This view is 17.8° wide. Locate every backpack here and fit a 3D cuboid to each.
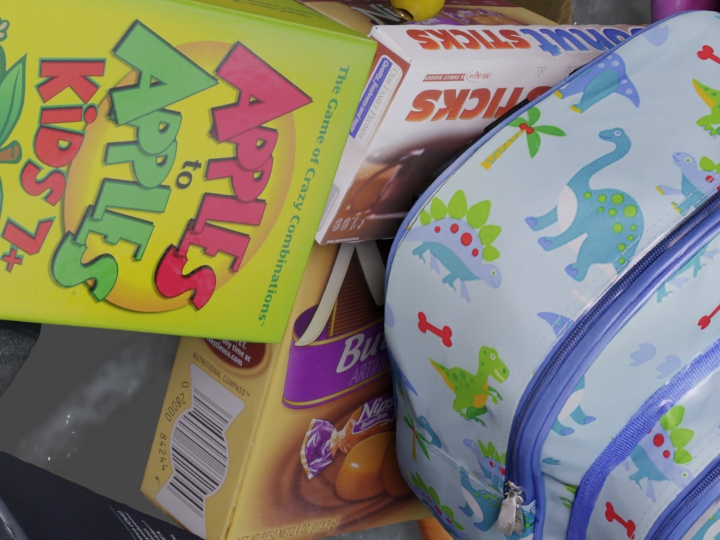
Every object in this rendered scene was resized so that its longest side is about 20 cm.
[{"bbox_3d":[0.107,0.024,0.773,0.183,0.147,0.200,-37,149,-15],"label":"backpack"}]

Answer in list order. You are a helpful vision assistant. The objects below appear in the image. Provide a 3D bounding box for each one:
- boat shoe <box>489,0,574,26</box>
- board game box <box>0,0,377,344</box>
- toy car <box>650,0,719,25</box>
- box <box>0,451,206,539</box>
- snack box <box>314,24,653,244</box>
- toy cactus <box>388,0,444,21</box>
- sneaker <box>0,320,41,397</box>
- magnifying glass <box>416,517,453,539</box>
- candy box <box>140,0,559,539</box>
[{"bbox_3d":[0.052,-0.098,0.900,0.073,0.063,0.201,-23,116,-2],"label":"boat shoe"},{"bbox_3d":[-0.093,-0.040,0.659,0.199,0.048,0.102,7,106,-45],"label":"board game box"},{"bbox_3d":[0.174,-0.140,0.918,0.174,0.200,0.151,-4,121,-41],"label":"toy car"},{"bbox_3d":[-0.090,0.164,0.756,0.148,0.104,0.200,-50,137,7],"label":"box"},{"bbox_3d":[0.061,-0.050,0.794,0.199,0.024,0.072,-7,133,-47],"label":"snack box"},{"bbox_3d":[0.024,-0.143,0.771,0.164,0.200,0.102,24,113,-29],"label":"toy cactus"},{"bbox_3d":[-0.142,-0.029,0.712,0.112,0.073,0.201,6,106,-49],"label":"sneaker"},{"bbox_3d":[0.048,0.132,0.972,0.079,0.022,0.201,-30,118,-17],"label":"magnifying glass"},{"bbox_3d":[0.000,0.000,0.838,0.116,0.056,0.201,-6,118,-45],"label":"candy box"}]
